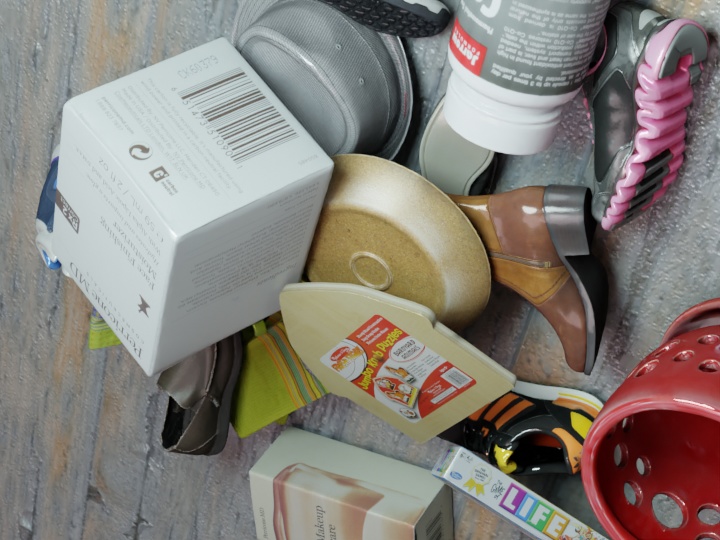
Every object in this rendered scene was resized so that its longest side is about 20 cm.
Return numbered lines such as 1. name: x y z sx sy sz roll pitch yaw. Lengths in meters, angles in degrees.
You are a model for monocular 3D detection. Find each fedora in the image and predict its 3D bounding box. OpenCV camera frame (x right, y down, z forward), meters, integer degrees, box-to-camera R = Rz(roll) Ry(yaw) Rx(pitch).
1. fedora: -0.049 -0.164 1.453 0.176 0.090 0.201 -24 99 32

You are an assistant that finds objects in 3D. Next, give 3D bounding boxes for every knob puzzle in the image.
1. knob puzzle: 0.018 0.064 1.459 0.218 0.031 0.220 20 148 13

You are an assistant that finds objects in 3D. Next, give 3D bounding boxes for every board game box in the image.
1. board game box: 0.163 0.232 1.567 0.199 0.034 0.134 32 174 0

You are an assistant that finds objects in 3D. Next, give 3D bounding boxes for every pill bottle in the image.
1. pill bottle: 0.132 -0.199 1.294 0.113 0.114 0.201 27 126 17

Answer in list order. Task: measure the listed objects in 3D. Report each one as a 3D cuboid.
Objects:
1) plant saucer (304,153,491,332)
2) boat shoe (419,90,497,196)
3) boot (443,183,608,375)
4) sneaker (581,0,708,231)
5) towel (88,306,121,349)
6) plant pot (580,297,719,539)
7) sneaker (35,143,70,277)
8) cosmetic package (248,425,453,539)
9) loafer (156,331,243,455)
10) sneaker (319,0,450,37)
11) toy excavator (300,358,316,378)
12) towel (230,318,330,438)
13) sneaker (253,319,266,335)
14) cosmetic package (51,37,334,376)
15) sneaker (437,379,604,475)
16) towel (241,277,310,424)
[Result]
1. plant saucer: 0.017 -0.009 1.441 0.199 0.036 0.201 20 137 19
2. boat shoe: 0.085 -0.087 1.463 0.066 0.057 0.201 13 124 7
3. boot: 0.110 0.009 1.445 0.198 0.069 0.189 0 131 21
4. sneaker: 0.213 -0.128 1.340 0.095 0.079 0.201 36 133 31
5. towel: -0.198 0.014 1.688 0.201 0.142 0.023 113 149 -45
6. plant pot: 0.305 0.138 1.370 0.199 0.182 0.202 18 128 24
7. sneaker: -0.253 -0.064 1.645 0.080 0.148 0.199 20 159 -38
8. cosmetic package: -0.009 0.250 1.738 0.199 0.087 0.104 14 128 28
9. loafer: -0.168 0.109 1.692 0.073 0.071 0.202 32 127 43
10. sneaker: -0.008 -0.265 1.389 0.199 0.083 0.072 23 165 -10
11. toy excavator: 0.000 0.000 1.569 0.193 0.100 0.201 26 118 19
12. towel: -0.096 0.110 1.680 0.200 0.018 0.087 -33 83 53
13. sneaker: -0.114 -0.039 1.578 0.071 0.083 0.202 -18 103 -6
14. cosmetic package: -0.148 -0.053 1.411 0.165 0.164 0.201 49 147 23
15. sneaker: 0.134 0.152 1.566 0.199 0.090 0.070 1 121 34
16. towel: -0.092 0.075 1.713 0.086 0.018 0.201 32 134 13
